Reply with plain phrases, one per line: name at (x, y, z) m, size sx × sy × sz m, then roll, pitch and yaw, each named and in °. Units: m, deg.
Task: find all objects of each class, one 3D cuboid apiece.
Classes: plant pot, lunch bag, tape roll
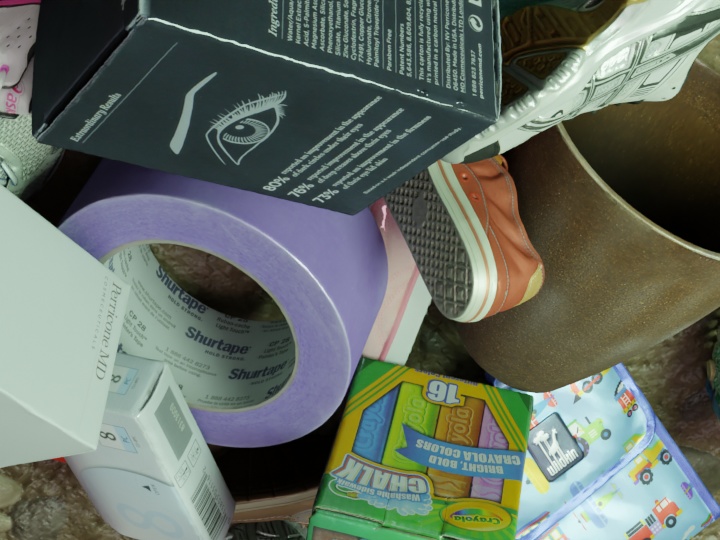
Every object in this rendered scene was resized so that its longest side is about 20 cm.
plant pot at (0.144, -0.018, 0.914) m, size 0.186 × 0.188 × 0.200 m, roll 16°, pitch 135°, yaw -20°
lunch bag at (0.144, 0.138, 1.051) m, size 0.150 × 0.094 × 0.200 m, roll -38°, pitch 118°, yaw -3°
tape roll at (-0.088, 0.009, 0.886) m, size 0.198 × 0.085 × 0.201 m, roll 11°, pitch 132°, yaw 12°

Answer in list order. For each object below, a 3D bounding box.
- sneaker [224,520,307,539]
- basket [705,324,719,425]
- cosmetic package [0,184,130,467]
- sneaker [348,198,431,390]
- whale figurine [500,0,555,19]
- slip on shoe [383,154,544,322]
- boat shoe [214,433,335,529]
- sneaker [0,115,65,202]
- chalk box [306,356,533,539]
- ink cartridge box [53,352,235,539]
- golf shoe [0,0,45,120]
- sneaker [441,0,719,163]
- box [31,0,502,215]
sneaker at (-0.050, 0.250, 1.115) m, size 0.199 × 0.078 × 0.100 m, roll 23°, pitch 122°, yaw -23°
basket at (0.321, 0.071, 0.992) m, size 0.138 × 0.177 × 0.201 m, roll 11°, pitch 133°, yaw -13°
cosmetic package at (-0.220, 0.013, 0.767) m, size 0.081 × 0.114 × 0.200 m, roll -14°, pitch 145°, yaw 30°
sneaker at (0.000, 0.000, 0.954) m, size 0.104 × 0.076 × 0.201 m, roll 19°, pitch 131°, yaw -1°
whale figurine at (0.098, -0.224, 0.789) m, size 0.158 × 0.104 × 0.201 m, roll -12°, pitch 124°, yaw -1°
slip on shoe at (0.052, -0.059, 0.850) m, size 0.061 × 0.201 × 0.074 m, roll -2°, pitch 145°, yaw -29°
boat shoe at (-0.023, 0.159, 1.055) m, size 0.198 × 0.074 × 0.067 m, roll -10°, pitch 121°, yaw -3°
sneaker at (-0.246, -0.031, 0.875) m, size 0.200 × 0.085 × 0.077 m, roll -42°, pitch 121°, yaw 18°
chalk box at (0.032, 0.170, 0.896) m, size 0.123 × 0.201 × 0.126 m, roll 12°, pitch 125°, yaw 4°
ink cartridge box at (-0.192, 0.106, 0.932) m, size 0.198 × 0.047 × 0.161 m, roll 8°, pitch 142°, yaw 22°
golf shoe at (-0.212, -0.117, 0.768) m, size 0.199 × 0.092 × 0.073 m, roll -25°, pitch 152°, yaw -27°
sneaker at (0.128, -0.108, 0.770) m, size 0.199 × 0.076 × 0.088 m, roll -35°, pitch 132°, yaw 19°
box at (-0.049, -0.117, 0.744) m, size 0.199 × 0.105 × 0.148 m, roll 13°, pitch 156°, yaw -30°
